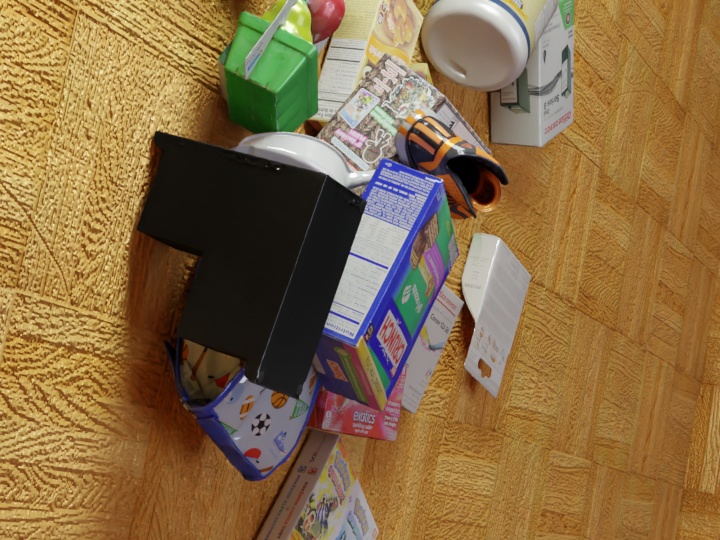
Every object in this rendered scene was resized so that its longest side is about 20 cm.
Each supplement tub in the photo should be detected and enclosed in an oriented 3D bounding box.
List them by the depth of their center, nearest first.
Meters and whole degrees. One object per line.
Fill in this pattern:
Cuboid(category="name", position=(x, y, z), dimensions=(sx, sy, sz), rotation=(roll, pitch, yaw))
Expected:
Cuboid(category="supplement tub", position=(0.178, -0.346, 1.984), dimensions=(0.200, 0.144, 0.145), rotation=(-60, 146, -38))

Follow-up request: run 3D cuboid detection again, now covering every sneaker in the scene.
Cuboid(category="sneaker", position=(0.110, -0.087, 1.627), dimensions=(0.078, 0.112, 0.200), rotation=(-49, 149, -1))

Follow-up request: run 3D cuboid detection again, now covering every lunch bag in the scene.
Cuboid(category="lunch bag", position=(-0.114, 0.091, 1.538), dimensions=(0.170, 0.123, 0.201), rotation=(60, 37, -53))

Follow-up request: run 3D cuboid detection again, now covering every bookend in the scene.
Cuboid(category="bookend", position=(-0.125, -0.007, 1.429), dimensions=(0.092, 0.198, 0.201), rotation=(30, 77, -61))

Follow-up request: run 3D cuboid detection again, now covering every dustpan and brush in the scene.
Cuboid(category="dustpan and brush", position=(-0.037, -0.088, 1.570), dimensions=(0.057, 0.199, 0.140), rotation=(-94, -170, -47))

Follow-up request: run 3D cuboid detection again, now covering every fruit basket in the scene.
Cuboid(category="fruit basket", position=(-0.069, -0.240, 1.539), dimensions=(0.185, 0.093, 0.201), rotation=(92, 20, -67))

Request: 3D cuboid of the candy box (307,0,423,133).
Cuboid(category="candy box", position=(0.007, -0.237, 1.768), dimensions=(0.115, 0.055, 0.201), rotation=(44, 58, -59))

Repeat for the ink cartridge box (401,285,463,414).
Cuboid(category="ink cartridge box", position=(0.062, 0.066, 1.907), dimensions=(0.116, 0.067, 0.201), rotation=(40, 71, -59))

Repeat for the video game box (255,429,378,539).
Cuboid(category="video game box", position=(-0.051, 0.324, 1.810), dimensions=(0.201, 0.047, 0.183), rotation=(70, 34, -43))

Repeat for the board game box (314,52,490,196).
Cuboid(category="board game box", position=(0.026, -0.111, 1.698), dimensions=(0.200, 0.097, 0.159), rotation=(-50, 149, 0))

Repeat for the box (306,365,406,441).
Cuboid(category="box", position=(-0.034, 0.135, 1.732), dimensions=(0.200, 0.099, 0.096), rotation=(22, 77, -62))

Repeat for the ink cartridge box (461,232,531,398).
Cuboid(category="ink cartridge box", position=(0.184, 0.067, 2.220), dimensions=(0.161, 0.050, 0.201), rotation=(43, 62, -59))

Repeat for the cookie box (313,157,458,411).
Cuboid(category="cookie box", position=(0.022, 0.017, 1.550), dimensions=(0.201, 0.075, 0.171), rotation=(-62, 160, -20))

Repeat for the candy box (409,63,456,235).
Cuboid(category="candy box", position=(0.078, -0.144, 1.899), dimensions=(0.200, 0.056, 0.117), rotation=(68, 20, -44))

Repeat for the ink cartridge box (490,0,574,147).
Cuboid(category="ink cartridge box", position=(0.251, -0.294, 2.212), dimensions=(0.146, 0.084, 0.201), rotation=(-36, 129, -55))
